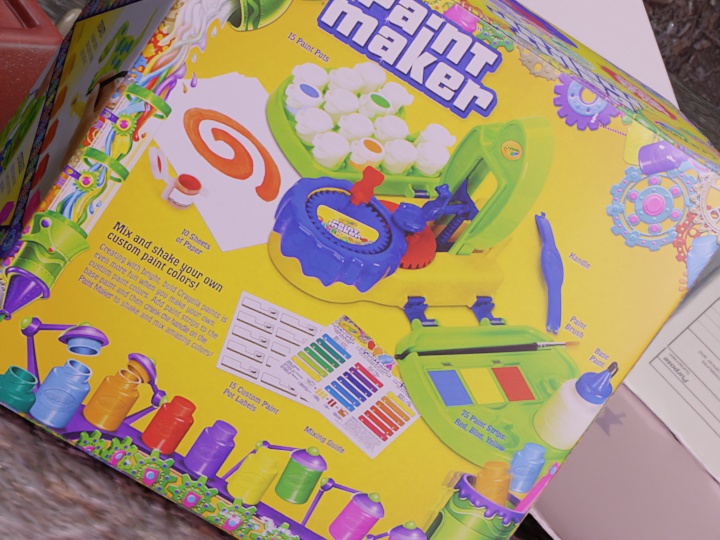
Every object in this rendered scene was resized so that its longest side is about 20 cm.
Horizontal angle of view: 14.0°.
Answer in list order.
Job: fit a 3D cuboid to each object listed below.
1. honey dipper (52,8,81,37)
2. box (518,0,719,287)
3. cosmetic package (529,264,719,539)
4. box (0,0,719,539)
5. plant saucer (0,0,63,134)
[{"bbox_3d":[-0.190,-0.142,1.407,0.200,0.038,0.038,35,11,6],"label":"honey dipper"},{"bbox_3d":[0.076,-0.055,1.344,0.124,0.097,0.200,20,-42,54],"label":"box"},{"bbox_3d":[0.161,0.055,1.223,0.103,0.087,0.200,49,42,5],"label":"cosmetic package"},{"bbox_3d":[-0.012,-0.016,0.992,0.200,0.193,0.122,32,11,-18],"label":"box"},{"bbox_3d":[-0.212,-0.126,1.081,0.200,0.037,0.200,-1,44,-48],"label":"plant saucer"}]
